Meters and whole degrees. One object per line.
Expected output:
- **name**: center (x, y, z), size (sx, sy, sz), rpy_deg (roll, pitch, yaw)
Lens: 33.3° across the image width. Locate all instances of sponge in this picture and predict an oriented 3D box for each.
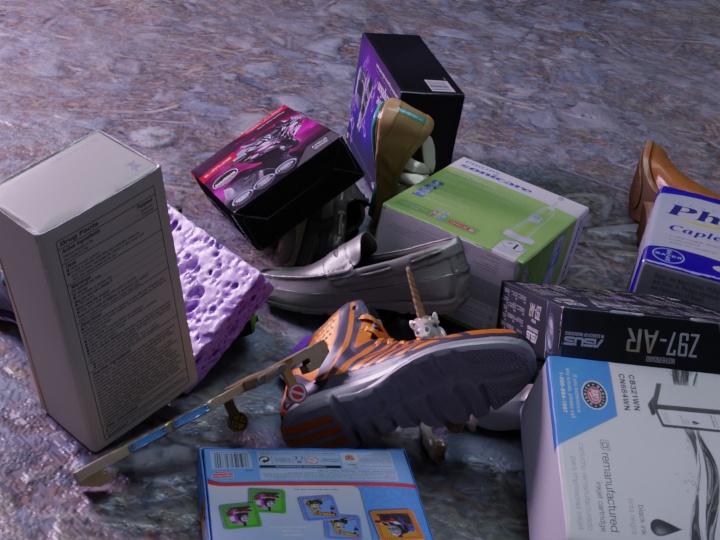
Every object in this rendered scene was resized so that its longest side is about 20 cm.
- **sponge**: center (-0.170, 0.006, 1.005), size (0.199, 0.112, 0.030), rpy_deg (34, -9, 38)

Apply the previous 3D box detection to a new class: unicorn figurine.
- **unicorn figurine**: center (0.099, 0.100, 0.958), size (0.199, 0.074, 0.138), rpy_deg (27, 27, -2)

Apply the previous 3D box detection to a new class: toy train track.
- **toy train track**: center (-0.106, 0.108, 0.851), size (0.199, 0.033, 0.115), rpy_deg (-27, -1, -19)

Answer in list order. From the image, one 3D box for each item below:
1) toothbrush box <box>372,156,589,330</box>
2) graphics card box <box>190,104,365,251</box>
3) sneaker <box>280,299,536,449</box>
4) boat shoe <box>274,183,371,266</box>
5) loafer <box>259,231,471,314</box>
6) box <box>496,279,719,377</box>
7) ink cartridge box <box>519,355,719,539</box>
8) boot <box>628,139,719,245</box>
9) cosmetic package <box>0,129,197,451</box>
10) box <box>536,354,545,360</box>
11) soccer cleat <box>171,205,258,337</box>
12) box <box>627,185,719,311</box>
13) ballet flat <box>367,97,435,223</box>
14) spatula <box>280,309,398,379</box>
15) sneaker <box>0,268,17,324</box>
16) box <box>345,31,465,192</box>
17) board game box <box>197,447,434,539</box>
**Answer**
- **toothbrush box**: center (0.115, -0.027, 1.159), size (0.145, 0.087, 0.200), rpy_deg (24, 28, 19)
- **graphics card box**: center (-0.086, -0.095, 1.171), size (0.125, 0.051, 0.200), rpy_deg (-35, 25, -6)
- **sneaker**: center (0.030, 0.061, 0.903), size (0.198, 0.078, 0.113), rpy_deg (-16, 37, 12)
- **boat shoe**: center (-0.031, -0.058, 1.217), size (0.073, 0.075, 0.201), rpy_deg (20, 36, -1)
- **loafer**: center (0.000, 0.000, 1.067), size (0.198, 0.071, 0.070), rpy_deg (-2, 14, 14)
- **box**: center (0.206, 0.045, 0.949), size (0.159, 0.044, 0.200), rpy_deg (5, 5, -7)
- **ink cartridge box**: center (0.219, 0.148, 0.829), size (0.198, 0.085, 0.147), rpy_deg (6, 51, -7)
- **boot**: center (0.391, -0.078, 1.371), size (0.154, 0.077, 0.201), rpy_deg (8, 30, 1)
- **cosmetic package**: center (-0.185, 0.017, 0.846), size (0.073, 0.201, 0.103), rpy_deg (29, 48, 34)
- **box**: center (0.234, 0.077, 1.067), size (0.198, 0.039, 0.041), rpy_deg (17, 29, 14)
- **soccer cleat**: center (-0.157, 0.008, 1.055), size (0.081, 0.068, 0.200), rpy_deg (-26, 39, -22)
- **box**: center (0.351, 0.018, 1.147), size (0.182, 0.106, 0.200), rpy_deg (16, 27, 11)
- **ballet flat**: center (0.042, -0.097, 1.203), size (0.062, 0.200, 0.069), rpy_deg (16, 67, 7)
- **spatula**: center (-0.005, 0.056, 1.044), size (0.056, 0.021, 0.200), rpy_deg (14, 22, 23)
- **sneaker**: center (-0.267, 0.002, 0.973), size (0.199, 0.088, 0.074), rpy_deg (27, 53, 30)
- **box**: center (0.046, -0.171, 1.369), size (0.078, 0.142, 0.200), rpy_deg (0, 28, -13)
- **board game box**: center (-0.025, 0.187, 0.773), size (0.150, 0.037, 0.200), rpy_deg (3, 27, -13)
